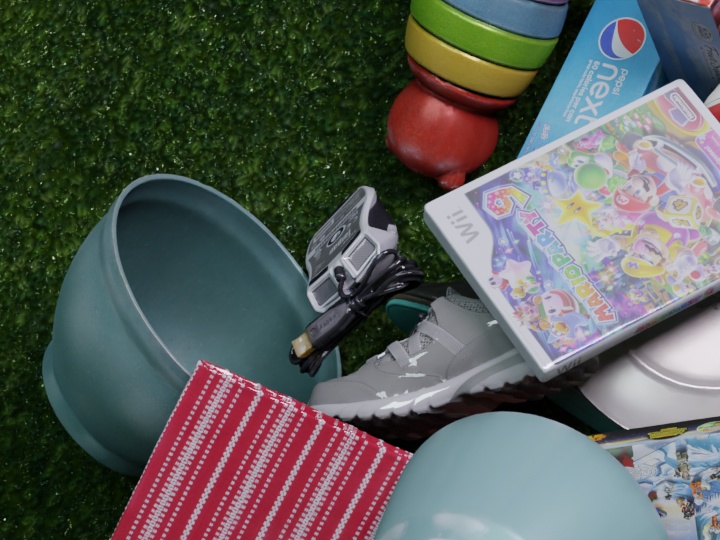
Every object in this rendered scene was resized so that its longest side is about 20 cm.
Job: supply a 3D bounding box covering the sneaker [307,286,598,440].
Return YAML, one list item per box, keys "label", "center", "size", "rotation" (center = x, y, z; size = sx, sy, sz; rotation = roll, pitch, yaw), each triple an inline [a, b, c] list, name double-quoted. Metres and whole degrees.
- label: "sneaker"
  center: [0.056, 0.055, 1.592]
  size: [0.199, 0.075, 0.083]
  rotation: [-17, 69, 20]

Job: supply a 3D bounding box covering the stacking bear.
- label: "stacking bear"
  center: [0.080, -0.156, 1.706]
  size: [0.121, 0.113, 0.201]
  rotation: [32, 112, 27]

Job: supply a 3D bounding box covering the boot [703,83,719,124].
- label: "boot"
  center: [0.297, -0.040, 1.579]
  size: [0.199, 0.073, 0.145]
  rotation: [17, 64, 16]

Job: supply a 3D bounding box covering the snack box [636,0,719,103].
- label: "snack box"
  center: [0.266, -0.219, 1.650]
  size: [0.067, 0.169, 0.201]
  rotation: [20, 73, 28]

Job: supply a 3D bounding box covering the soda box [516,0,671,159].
- label: "soda box"
  center: [0.172, -0.111, 1.693]
  size: [0.068, 0.064, 0.201]
  rotation: [18, 72, 29]

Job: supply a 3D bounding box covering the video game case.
- label: "video game case"
  center: [0.160, -0.028, 1.559]
  size: [0.199, 0.018, 0.144]
  rotation: [-26, 61, -16]

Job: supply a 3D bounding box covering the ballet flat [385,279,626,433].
- label: "ballet flat"
  center: [0.114, 0.046, 1.638]
  size: [0.199, 0.068, 0.069]
  rotation: [28, 66, 21]

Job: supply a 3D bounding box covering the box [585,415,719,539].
- label: "box"
  center: [0.208, 0.160, 1.499]
  size: [0.199, 0.040, 0.138]
  rotation: [-9, 101, 17]

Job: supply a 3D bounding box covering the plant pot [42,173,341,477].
- label: "plant pot"
  center: [-0.129, 0.056, 1.667]
  size: [0.134, 0.200, 0.201]
  rotation: [-41, 52, 28]

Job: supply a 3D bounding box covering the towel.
- label: "towel"
  center: [-0.044, 0.157, 1.568]
  size: [0.199, 0.022, 0.145]
  rotation: [26, 99, -11]

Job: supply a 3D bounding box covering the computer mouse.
- label: "computer mouse"
  center: [0.000, 0.000, 1.673]
  size: [0.110, 0.044, 0.200]
  rotation: [-46, 14, 17]

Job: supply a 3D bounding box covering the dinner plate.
- label: "dinner plate"
  center: [0.220, 0.020, 1.587]
  size: [0.199, 0.024, 0.201]
  rotation: [0, 66, 0]

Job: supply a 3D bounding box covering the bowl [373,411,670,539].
- label: "bowl"
  center: [0.078, 0.196, 1.474]
  size: [0.200, 0.202, 0.105]
  rotation: [12, 23, 30]
